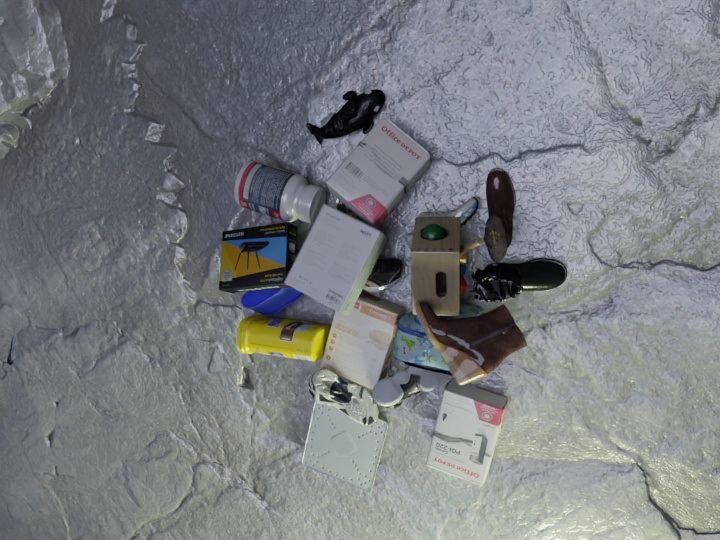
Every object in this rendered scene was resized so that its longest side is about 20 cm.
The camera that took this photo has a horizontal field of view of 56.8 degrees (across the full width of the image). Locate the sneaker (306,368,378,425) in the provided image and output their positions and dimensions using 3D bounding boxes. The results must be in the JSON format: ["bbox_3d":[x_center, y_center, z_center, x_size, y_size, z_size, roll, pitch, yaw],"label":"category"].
[{"bbox_3d":[-0.054,0.312,1.654,0.198,0.129,0.080,31,74,-17],"label":"sneaker"}]

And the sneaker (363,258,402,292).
[{"bbox_3d":[0.000,0.000,1.558,0.198,0.081,0.087,-11,140,4],"label":"sneaker"}]

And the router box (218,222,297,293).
[{"bbox_3d":[-0.245,-0.028,1.596,0.199,0.051,0.150,-6,77,30],"label":"router box"}]

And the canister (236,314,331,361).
[{"bbox_3d":[-0.184,0.166,1.649,0.199,0.148,0.087,6,96,17],"label":"canister"}]

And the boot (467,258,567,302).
[{"bbox_3d":[0.337,0.022,1.426,0.197,0.162,0.074,0,100,20],"label":"boot"}]

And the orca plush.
[{"bbox_3d":[-0.040,-0.363,1.549,0.199,0.071,0.106,-11,95,21],"label":"orca plush"}]

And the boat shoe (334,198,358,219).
[{"bbox_3d":[-0.033,-0.109,1.590,0.062,0.071,0.202,9,105,9],"label":"boat shoe"}]

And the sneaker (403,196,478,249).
[{"bbox_3d":[0.177,-0.110,1.514,0.200,0.075,0.087,-40,79,21],"label":"sneaker"}]

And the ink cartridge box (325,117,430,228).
[{"bbox_3d":[0.042,-0.217,1.502,0.146,0.083,0.200,41,86,9],"label":"ink cartridge box"}]

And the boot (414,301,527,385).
[{"bbox_3d":[0.222,0.115,1.360,0.166,0.072,0.201,-34,81,1],"label":"boot"}]

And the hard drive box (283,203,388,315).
[{"bbox_3d":[-0.053,-0.024,1.493,0.155,0.077,0.201,28,90,17],"label":"hard drive box"}]

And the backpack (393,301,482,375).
[{"bbox_3d":[0.180,0.140,1.493,0.199,0.183,0.148,5,101,20],"label":"backpack"}]

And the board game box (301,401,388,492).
[{"bbox_3d":[-0.040,0.441,1.705,0.199,0.026,0.201,17,104,16],"label":"board game box"}]

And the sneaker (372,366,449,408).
[{"bbox_3d":[0.116,0.273,1.597,0.199,0.114,0.076,-20,73,-13],"label":"sneaker"}]

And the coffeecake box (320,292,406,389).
[{"bbox_3d":[0.006,0.164,1.617,0.153,0.073,0.201,20,105,18],"label":"coffeecake box"}]

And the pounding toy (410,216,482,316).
[{"bbox_3d":[0.181,-0.022,1.401,0.141,0.185,0.201,1,122,9],"label":"pounding toy"}]

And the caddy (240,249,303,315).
[{"bbox_3d":[-0.217,0.024,1.663,0.199,0.105,0.142,-32,63,22],"label":"caddy"}]

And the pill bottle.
[{"bbox_3d":[-0.192,-0.184,1.608,0.199,0.120,0.120,19,105,17],"label":"pill bottle"}]

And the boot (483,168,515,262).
[{"bbox_3d":[0.287,-0.121,1.400,0.064,0.200,0.188,-8,96,20],"label":"boot"}]

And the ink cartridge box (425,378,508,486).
[{"bbox_3d":[0.248,0.378,1.559,0.145,0.085,0.201,16,106,17],"label":"ink cartridge box"}]
